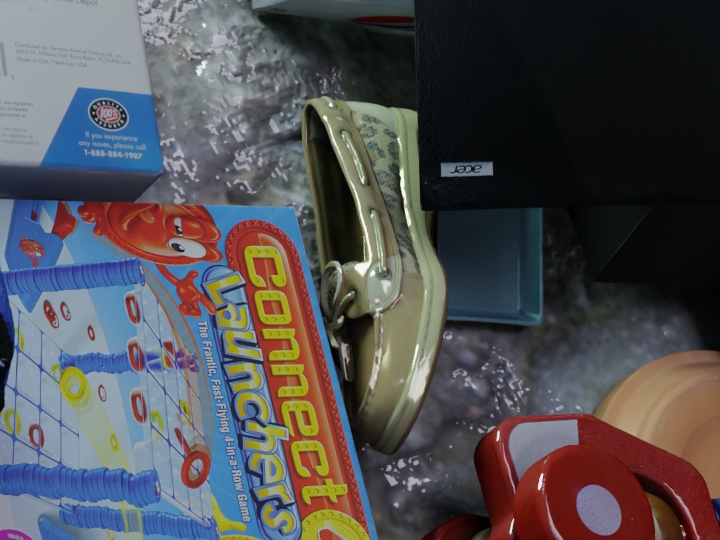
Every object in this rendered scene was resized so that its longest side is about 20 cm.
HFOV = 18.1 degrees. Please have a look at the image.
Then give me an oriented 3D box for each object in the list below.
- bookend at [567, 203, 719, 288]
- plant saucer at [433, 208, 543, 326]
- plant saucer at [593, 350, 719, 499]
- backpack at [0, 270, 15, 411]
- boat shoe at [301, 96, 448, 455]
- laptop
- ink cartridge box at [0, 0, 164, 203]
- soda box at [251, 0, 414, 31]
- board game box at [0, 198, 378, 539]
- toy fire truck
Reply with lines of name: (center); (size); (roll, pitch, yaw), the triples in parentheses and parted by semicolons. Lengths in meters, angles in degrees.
bookend: (0.202, -0.007, 1.174); (0.198, 0.092, 0.201); (3, 52, -30)
plant saucer: (0.062, -0.073, 1.148); (0.070, 0.019, 0.201); (5, 82, -35)
plant saucer: (0.201, 0.131, 1.152); (0.199, 0.032, 0.201); (16, 56, -25)
backpack: (-0.234, 0.004, 0.839); (0.199, 0.163, 0.169); (-8, 65, -18)
boat shoe: (0.000, 0.000, 1.084); (0.062, 0.073, 0.201); (15, 45, -17)
laptop: (0.110, -0.124, 1.094); (0.176, 0.104, 0.200); (-1, 31, -1)
ink cartridge box: (-0.168, -0.124, 1.041); (0.116, 0.067, 0.201); (3, 65, -31)
soda box: (0.044, -0.161, 1.194); (0.199, 0.064, 0.069); (4, 87, -30)
board game box: (-0.102, 0.068, 0.981); (0.195, 0.056, 0.201); (0, 63, -32)
toy fire truck: (0.127, 0.163, 1.035); (0.167, 0.112, 0.201); (1, 62, -36)
